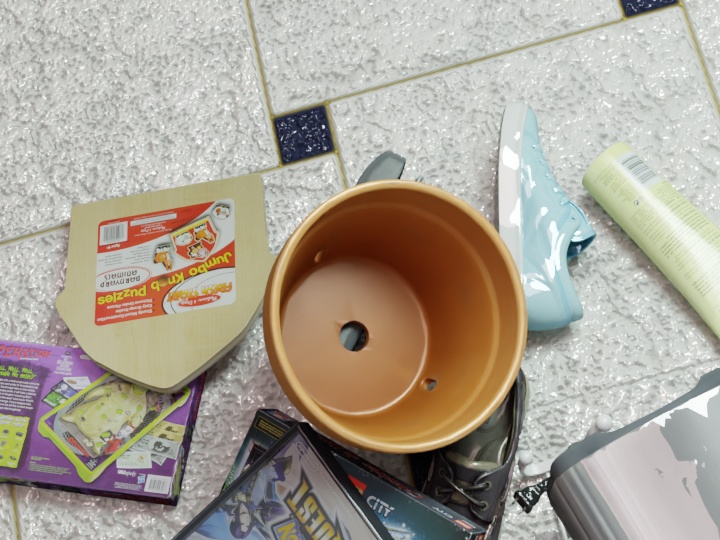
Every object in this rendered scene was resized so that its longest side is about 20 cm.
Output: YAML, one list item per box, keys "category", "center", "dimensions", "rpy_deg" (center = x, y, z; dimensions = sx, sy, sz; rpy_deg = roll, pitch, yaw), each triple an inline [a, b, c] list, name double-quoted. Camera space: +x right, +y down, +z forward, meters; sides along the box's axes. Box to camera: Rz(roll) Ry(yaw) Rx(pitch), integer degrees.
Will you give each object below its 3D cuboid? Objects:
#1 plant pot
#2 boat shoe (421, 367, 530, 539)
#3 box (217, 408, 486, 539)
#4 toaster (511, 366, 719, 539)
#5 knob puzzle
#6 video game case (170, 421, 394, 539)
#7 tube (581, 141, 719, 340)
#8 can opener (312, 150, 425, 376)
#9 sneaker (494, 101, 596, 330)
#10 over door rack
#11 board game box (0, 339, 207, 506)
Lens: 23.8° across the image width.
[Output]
- category: "plant pot"
  center: [0.012, 0.042, 1.309]
  dimensions: [0.198, 0.140, 0.202]
  rpy_deg: [3, 81, -15]
- category: "boat shoe"
  center: [0.084, 0.156, 1.320]
  dimensions: [0.071, 0.065, 0.202]
  rpy_deg: [16, 72, 14]
- category: "box"
  center: [-0.020, 0.212, 1.302]
  dimensions: [0.199, 0.038, 0.138]
  rpy_deg: [28, 95, 22]
- category: "toaster"
  center: [0.220, 0.164, 1.195]
  dimensions: [0.199, 0.114, 0.130]
  rpy_deg: [-26, 68, -8]
- category: "knob puzzle"
  center: [-0.161, 0.019, 1.445]
  dimensions: [0.217, 0.031, 0.222]
  rpy_deg: [-7, 56, 10]
- category: "video game case"
  center: [-0.049, 0.248, 1.276]
  dimensions: [0.181, 0.025, 0.201]
  rpy_deg: [-43, 71, 14]
- category: "tube"
  center: [0.262, -0.020, 1.385]
  dimensions: [0.200, 0.052, 0.058]
  rpy_deg: [47, 122, 22]
- category: "can opener"
  center: [0.000, 0.000, 1.418]
  dimensions: [0.066, 0.053, 0.201]
  rpy_deg: [24, 73, 4]
- category: "sneaker"
  center: [0.151, -0.044, 1.407]
  dimensions: [0.081, 0.074, 0.202]
  rpy_deg: [0, 73, 1]
- category: "over door rack"
  center: [0.230, 0.177, 1.284]
  dimensions: [0.198, 0.067, 0.149]
  rpy_deg: [-16, 64, 3]
- category: "board game box"
  center: [-0.235, 0.124, 1.419]
  dimensions: [0.198, 0.032, 0.121]
  rpy_deg: [6, 70, 13]
